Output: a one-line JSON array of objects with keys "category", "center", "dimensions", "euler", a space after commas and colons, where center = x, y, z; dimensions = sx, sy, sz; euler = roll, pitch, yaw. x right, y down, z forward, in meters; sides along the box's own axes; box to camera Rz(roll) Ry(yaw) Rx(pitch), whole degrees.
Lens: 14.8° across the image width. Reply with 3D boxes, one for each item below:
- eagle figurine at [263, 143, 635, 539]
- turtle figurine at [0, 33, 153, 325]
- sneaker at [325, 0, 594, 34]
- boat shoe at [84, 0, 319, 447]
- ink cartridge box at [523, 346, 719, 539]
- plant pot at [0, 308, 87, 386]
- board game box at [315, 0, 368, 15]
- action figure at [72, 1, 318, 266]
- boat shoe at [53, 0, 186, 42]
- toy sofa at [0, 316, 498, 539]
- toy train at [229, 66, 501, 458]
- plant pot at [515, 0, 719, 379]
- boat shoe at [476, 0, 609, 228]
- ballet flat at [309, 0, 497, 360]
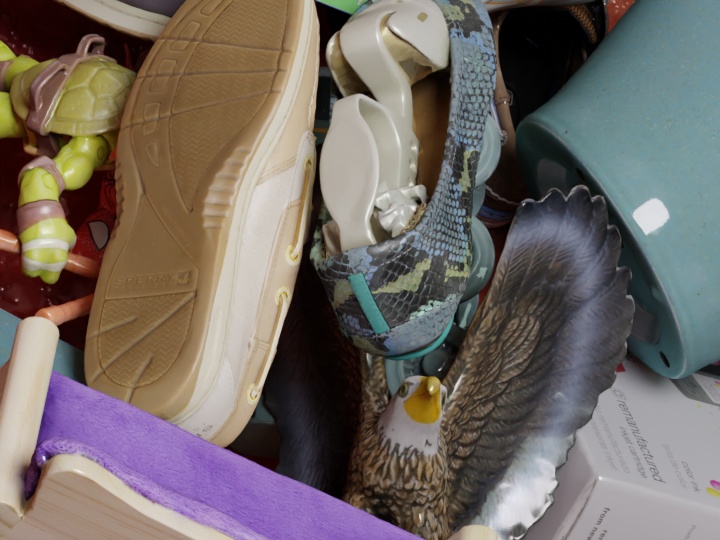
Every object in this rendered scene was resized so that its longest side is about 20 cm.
[{"category": "eagle figurine", "center": [0.019, 0.060, 1.126], "dimensions": [0.152, 0.151, 0.200], "euler": [34, 53, -30]}, {"category": "turtle figurine", "center": [-0.128, -0.059, 1.137], "dimensions": [0.161, 0.065, 0.200], "euler": [14, 45, 23]}, {"category": "sneaker", "center": [0.069, -0.140, 1.261], "dimensions": [0.092, 0.200, 0.076], "euler": [12, 72, -42]}, {"category": "boat shoe", "center": [-0.053, -0.024, 1.079], "dimensions": [0.069, 0.074, 0.200], "euler": [45, 54, -52]}, {"category": "ink cartridge box", "center": [0.151, 0.104, 1.252], "dimensions": [0.200, 0.086, 0.148], "euler": [15, 27, -24]}, {"category": "plant pot", "center": [-0.175, 0.118, 1.048], "dimensions": [0.196, 0.196, 0.200], "euler": [29, 53, -19]}, {"category": "board game box", "center": [-0.053, -0.168, 1.181], "dimensions": [0.200, 0.029, 0.135], "euler": [18, 29, -43]}, {"category": "action figure", "center": [-0.075, -0.075, 1.234], "dimensions": [0.052, 0.065, 0.200], "euler": [49, 54, -34]}, {"category": "boat shoe", "center": [-0.111, -0.147, 1.172], "dimensions": [0.072, 0.200, 0.065], "euler": [-10, 122, -58]}, {"category": "toy sofa", "center": [-0.042, 0.093, 0.971], "dimensions": [0.200, 0.098, 0.083], "euler": [26, 46, -20]}, {"category": "toy train", "center": [0.000, 0.000, 1.233], "dimensions": [0.114, 0.085, 0.201], "euler": [5, 72, -4]}, {"category": "plant pot", "center": [0.180, -0.054, 1.222], "dimensions": [0.188, 0.200, 0.200], "euler": [-32, 92, -11]}, {"category": "boat shoe", "center": [0.087, -0.120, 1.331], "dimensions": [0.072, 0.072, 0.201], "euler": [15, 68, -25]}, {"category": "ballet flat", "center": [0.013, -0.060, 1.087], "dimensions": [0.074, 0.074, 0.200], "euler": [21, 45, -22]}]
